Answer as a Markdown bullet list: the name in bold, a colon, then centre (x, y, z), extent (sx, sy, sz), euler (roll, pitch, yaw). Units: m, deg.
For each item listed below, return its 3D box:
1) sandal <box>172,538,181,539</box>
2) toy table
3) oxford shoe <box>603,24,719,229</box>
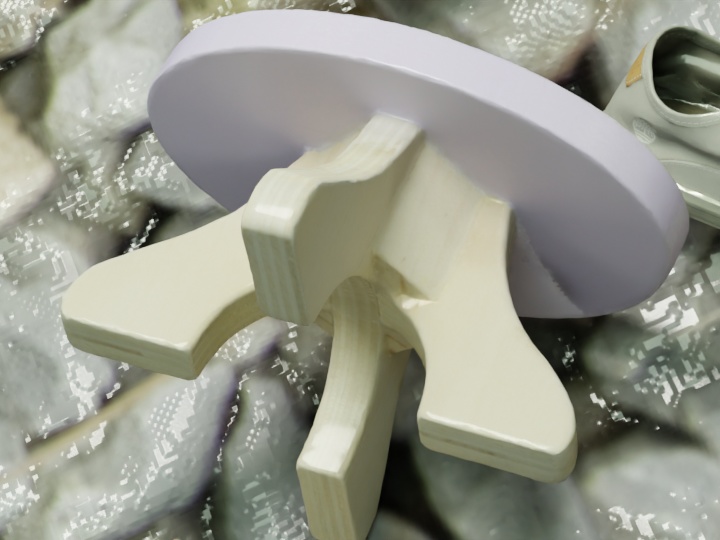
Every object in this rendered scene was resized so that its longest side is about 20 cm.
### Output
- **sandal**: centre (0.027, 0.133, 0.938), extent (0.070, 0.078, 0.212), euler (-50, 56, 2)
- **toy table**: centre (0.000, 0.000, 0.975), extent (0.200, 0.184, 0.117), euler (8, 52, 28)
- **oxford shoe**: centre (0.173, -0.035, 0.981), extent (0.200, 0.058, 0.075), euler (23, 36, 25)
